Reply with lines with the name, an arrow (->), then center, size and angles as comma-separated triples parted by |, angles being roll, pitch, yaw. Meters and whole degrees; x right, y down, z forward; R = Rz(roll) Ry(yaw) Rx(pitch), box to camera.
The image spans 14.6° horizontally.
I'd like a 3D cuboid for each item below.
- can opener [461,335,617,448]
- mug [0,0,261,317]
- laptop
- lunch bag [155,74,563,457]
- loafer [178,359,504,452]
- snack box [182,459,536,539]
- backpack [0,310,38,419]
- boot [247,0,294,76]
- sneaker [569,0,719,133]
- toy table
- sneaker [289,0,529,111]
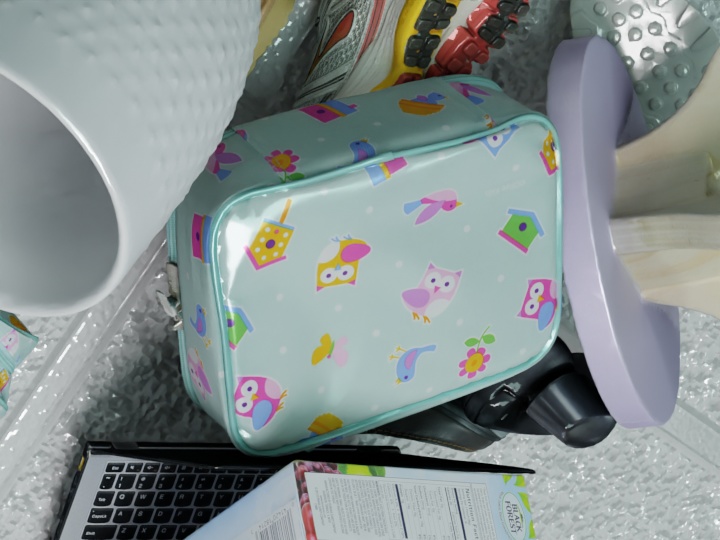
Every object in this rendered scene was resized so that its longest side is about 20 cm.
can opener -> 0.101, 0.068, 1.495 | 0.063, 0.079, 0.200 | -36, 169, 10
mug -> -0.141, -0.109, 1.196 | 0.200, 0.148, 0.176 | 42, 50, -9
laptop -> -0.045, 0.144, 1.424 | 0.186, 0.116, 0.201 | 3, 123, -31
lunch bag -> 0.000, 0.000, 1.357 | 0.199, 0.077, 0.161 | -16, 123, -22
loafer -> -0.008, 0.054, 1.473 | 0.199, 0.073, 0.072 | 28, 116, -32
snack box -> -0.027, 0.157, 1.385 | 0.142, 0.053, 0.200 | 8, 150, -37
backpack -> -0.241, 0.026, 1.264 | 0.127, 0.167, 0.200 | -50, 132, -9
boot -> -0.145, -0.127, 1.311 | 0.200, 0.066, 0.176 | 38, 79, -36
sneaker -> 0.182, -0.093, 1.517 | 0.076, 0.081, 0.200 | -36, 109, 20
toy table -> 0.173, -0.027, 1.419 | 0.184, 0.116, 0.201 | -49, 126, -60
sneaker -> 0.010, -0.103, 1.408 | 0.078, 0.082, 0.200 | 18, 116, -43
